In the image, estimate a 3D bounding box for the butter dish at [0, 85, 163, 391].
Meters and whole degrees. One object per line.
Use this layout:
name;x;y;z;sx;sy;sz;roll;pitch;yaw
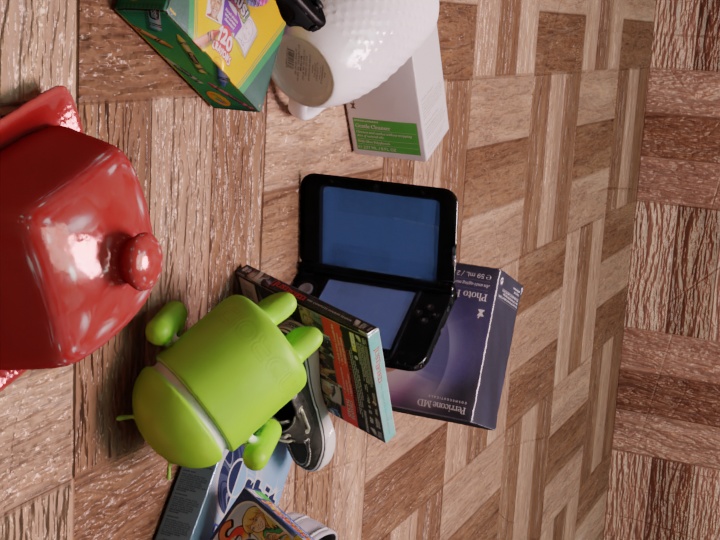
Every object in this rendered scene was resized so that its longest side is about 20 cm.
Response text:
butter dish;-0.220;-0.014;0.957;0.200;0.146;0.201;-50;142;-51

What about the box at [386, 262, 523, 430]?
box;0.090;0.090;1.629;0.123;0.198;0.201;26;74;-66

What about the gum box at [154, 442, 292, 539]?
gum box;-0.138;0.231;1.349;0.170;0.044;0.202;55;49;-57

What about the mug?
mug;-0.026;-0.245;1.356;0.176;0.147;0.201;-50;172;-38

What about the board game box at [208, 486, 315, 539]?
board game box;-0.119;0.337;1.229;0.201;0.135;0.034;-56;149;0

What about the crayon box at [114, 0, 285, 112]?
crayon box;-0.142;-0.246;1.166;0.200;0.058;0.120;43;58;-62

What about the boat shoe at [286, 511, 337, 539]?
boat shoe;-0.087;0.334;1.360;0.200;0.068;0.073;-28;123;-62

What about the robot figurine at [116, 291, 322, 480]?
robot figurine;-0.132;0.104;1.187;0.200;0.116;0.176;-40;100;-16

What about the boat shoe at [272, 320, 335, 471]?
boat shoe;-0.078;0.147;1.332;0.064;0.070;0.202;-40;136;-36

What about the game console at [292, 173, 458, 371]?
game console;0.000;0.000;1.396;0.177;0.198;0.117;-62;149;-35

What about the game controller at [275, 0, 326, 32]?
game controller;-0.083;-0.307;1.178;0.105;0.042;0.201;53;13;-44

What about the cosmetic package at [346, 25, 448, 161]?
cosmetic package;0.038;-0.244;1.520;0.085;0.107;0.202;-55;144;-43

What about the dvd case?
dvd case;-0.048;0.087;1.322;0.022;0.199;0.147;-37;133;-33
